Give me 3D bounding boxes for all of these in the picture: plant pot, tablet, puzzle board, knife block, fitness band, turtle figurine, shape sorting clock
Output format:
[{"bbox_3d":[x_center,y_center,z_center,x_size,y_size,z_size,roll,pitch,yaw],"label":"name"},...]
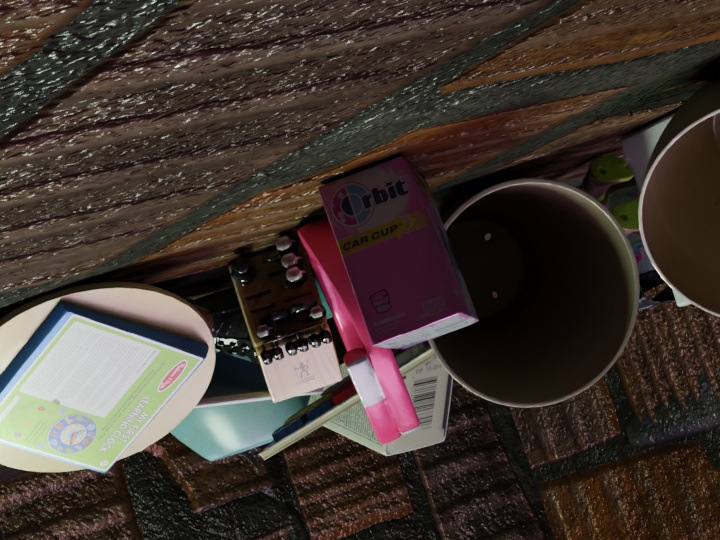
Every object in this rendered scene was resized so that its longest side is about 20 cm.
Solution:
[{"bbox_3d":[0.120,0.009,1.735,0.186,0.188,0.200,-18,-171,-9],"label":"plant pot"},{"bbox_3d":[-0.138,0.093,1.682,0.130,0.014,0.199,14,-169,37],"label":"tablet"},{"bbox_3d":[0.310,-0.079,1.502,0.199,0.201,0.135,-21,-150,24],"label":"plant pot"},{"bbox_3d":[0.006,0.100,1.852,0.199,0.017,0.151,-32,-177,21],"label":"puzzle board"},{"bbox_3d":[-0.071,0.009,1.633,0.064,0.176,0.200,-17,-140,-5],"label":"knife block"},{"bbox_3d":[-0.001,0.046,1.544,0.037,0.144,0.200,-21,140,-1],"label":"fitness band"},{"bbox_3d":[0.200,-0.030,1.817,0.064,0.201,0.162,7,141,-15],"label":"turtle figurine"},{"bbox_3d":[-0.204,0.080,1.491,0.199,0.039,0.201,-11,136,-11],"label":"shape sorting clock"},{"bbox_3d":[-0.125,0.108,1.965,0.199,0.136,0.200,-19,175,-2],"label":"plant pot"}]

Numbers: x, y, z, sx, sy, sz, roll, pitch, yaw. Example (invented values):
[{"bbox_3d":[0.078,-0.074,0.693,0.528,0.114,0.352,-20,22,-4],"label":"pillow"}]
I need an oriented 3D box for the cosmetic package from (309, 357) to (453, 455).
[{"bbox_3d":[-0.005,0.104,2.036,0.087,0.104,0.199,-9,-158,-42],"label":"cosmetic package"}]

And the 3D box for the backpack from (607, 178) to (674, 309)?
[{"bbox_3d":[0.259,-0.024,2.050,0.199,0.127,0.166,-17,-174,-36],"label":"backpack"}]

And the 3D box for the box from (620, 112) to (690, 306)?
[{"bbox_3d":[0.343,-0.073,1.691,0.199,0.153,0.106,-16,175,-36],"label":"box"}]

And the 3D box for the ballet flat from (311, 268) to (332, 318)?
[{"bbox_3d":[0.000,0.000,1.714,0.068,0.068,0.200,-41,-169,-15],"label":"ballet flat"}]

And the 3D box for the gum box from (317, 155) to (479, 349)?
[{"bbox_3d":[0.031,-0.008,1.437,0.066,0.114,0.200,-20,175,5],"label":"gum box"}]

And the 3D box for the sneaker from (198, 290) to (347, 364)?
[{"bbox_3d":[-0.085,0.064,1.819,0.199,0.105,0.060,-19,174,-8],"label":"sneaker"}]

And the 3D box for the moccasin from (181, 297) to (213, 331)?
[{"bbox_3d":[-0.204,0.069,1.568,0.201,0.078,0.074,-16,178,-35],"label":"moccasin"}]
